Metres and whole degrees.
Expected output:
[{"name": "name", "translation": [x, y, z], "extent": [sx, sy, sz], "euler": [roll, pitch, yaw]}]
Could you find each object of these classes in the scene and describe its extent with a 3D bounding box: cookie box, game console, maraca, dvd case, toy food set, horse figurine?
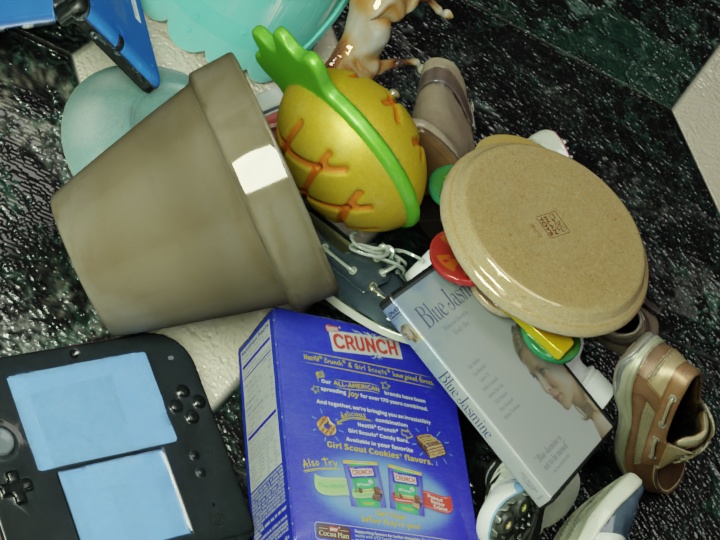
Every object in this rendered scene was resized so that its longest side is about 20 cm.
[{"name": "cookie box", "translation": [-0.003, 0.144, 1.249], "extent": [0.170, 0.075, 0.201], "euler": [13, 52, -28]}, {"name": "game console", "translation": [-0.275, -0.233, 1.345], "extent": [0.171, 0.118, 0.201], "euler": [46, 18, -45]}, {"name": "maraca", "translation": [-0.019, -0.112, 1.263], "extent": [0.107, 0.137, 0.200], "euler": [-43, 114, -17]}, {"name": "dvd case", "translation": [0.112, 0.077, 1.258], "extent": [0.200, 0.018, 0.143], "euler": [51, 35, 4]}, {"name": "toy food set", "translation": [0.146, -0.025, 1.305], "extent": [0.200, 0.049, 0.198], "euler": [44, 47, 8]}, {"name": "horse figurine", "translation": [0.023, -0.224, 1.479], "extent": [0.132, 0.201, 0.050], "euler": [0, 37, -43]}, {"name": "game console", "translation": [-0.186, 0.136, 1.155], "extent": [0.199, 0.031, 0.178], "euler": [-9, 64, -39]}]

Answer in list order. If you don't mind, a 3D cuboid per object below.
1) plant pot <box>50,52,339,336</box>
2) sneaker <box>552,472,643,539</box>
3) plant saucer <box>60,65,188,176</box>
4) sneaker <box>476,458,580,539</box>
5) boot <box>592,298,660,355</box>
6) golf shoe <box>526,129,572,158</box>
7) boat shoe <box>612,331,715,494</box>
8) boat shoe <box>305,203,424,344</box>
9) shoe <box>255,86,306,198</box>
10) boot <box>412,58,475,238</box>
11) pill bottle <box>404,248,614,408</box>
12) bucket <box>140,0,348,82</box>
[{"name": "plant pot", "translation": [-0.133, -0.040, 1.202], "extent": [0.173, 0.200, 0.201], "euler": [-24, 70, -3]}, {"name": "sneaker", "translation": [0.196, 0.256, 1.316], "extent": [0.084, 0.075, 0.200], "euler": [42, 54, 0]}, {"name": "plant saucer", "translation": [-0.154, -0.105, 1.351], "extent": [0.200, 0.039, 0.202], "euler": [19, 49, -23]}, {"name": "sneaker", "translation": [0.123, 0.186, 1.283], "extent": [0.072, 0.072, 0.200], "euler": [22, 10, 18]}, {"name": "boot", "translation": [0.181, 0.007, 1.418], "extent": [0.199, 0.070, 0.146], "euler": [32, 0, 11]}, {"name": "golf shoe", "translation": [0.181, -0.038, 1.533], "extent": [0.091, 0.075, 0.201], "euler": [-13, 67, -19]}, {"name": "boat shoe", "translation": [0.266, 0.138, 1.379], "extent": [0.072, 0.200, 0.076], "euler": [27, 64, 33]}, {"name": "boat shoe", "translation": [0.000, 0.000, 1.310], "extent": [0.200, 0.062, 0.075], "euler": [32, 12, 32]}, {"name": "shoe", "translation": [-0.043, -0.100, 1.373], "extent": [0.091, 0.071, 0.200], "euler": [61, 23, 12]}, {"name": "boot", "translation": [0.066, -0.128, 1.433], "extent": [0.070, 0.200, 0.147], "euler": [1, 62, 10]}, {"name": "pill bottle", "translation": [0.122, 0.060, 1.376], "extent": [0.200, 0.111, 0.111], "euler": [45, 44, 1]}, {"name": "bucket", "translation": [-0.097, -0.294, 1.462], "extent": [0.206, 0.135, 0.208], "euler": [19, 49, -24]}]
